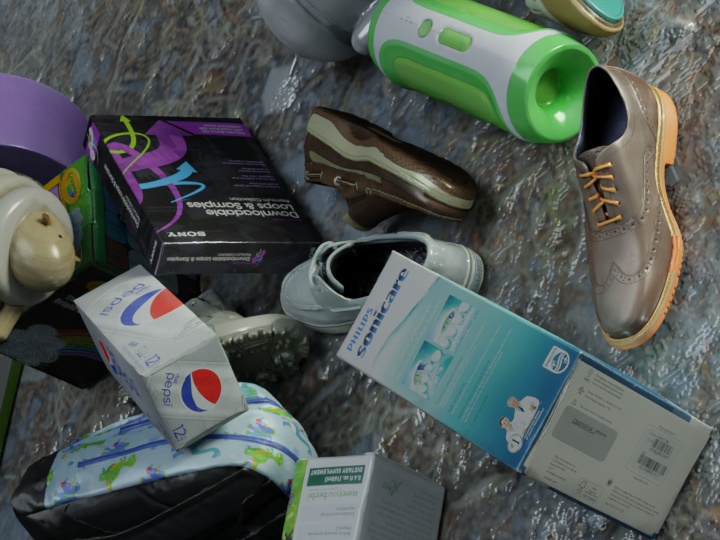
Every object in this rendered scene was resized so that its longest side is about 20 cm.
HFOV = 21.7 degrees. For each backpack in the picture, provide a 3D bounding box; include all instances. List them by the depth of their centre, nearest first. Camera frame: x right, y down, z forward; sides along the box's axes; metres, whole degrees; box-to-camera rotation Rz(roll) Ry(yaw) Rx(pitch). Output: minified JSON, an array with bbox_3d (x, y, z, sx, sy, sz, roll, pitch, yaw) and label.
[{"bbox_3d":[-0.128,0.171,1.405,0.199,0.164,0.154,-15,33,32],"label":"backpack"}]

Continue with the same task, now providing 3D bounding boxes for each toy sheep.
[{"bbox_3d":[-0.310,-0.020,1.533,0.199,0.138,0.139,13,78,32],"label":"toy sheep"}]

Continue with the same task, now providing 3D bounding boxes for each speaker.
[{"bbox_3d":[0.089,-0.157,1.409,0.200,0.088,0.089,30,91,50],"label":"speaker"}]

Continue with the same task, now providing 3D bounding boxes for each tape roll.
[{"bbox_3d":[-0.345,-0.087,1.742,0.199,0.199,0.085,-31,49,31],"label":"tape roll"}]

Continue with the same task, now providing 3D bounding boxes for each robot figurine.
[{"bbox_3d":[-0.008,-0.252,1.544,0.200,0.113,0.170,-44,48,20],"label":"robot figurine"}]

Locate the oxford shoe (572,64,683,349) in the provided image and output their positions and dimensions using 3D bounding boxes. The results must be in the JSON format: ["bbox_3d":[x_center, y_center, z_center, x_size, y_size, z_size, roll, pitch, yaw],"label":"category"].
[{"bbox_3d":[0.170,-0.045,1.271,0.071,0.073,0.201,-21,55,37],"label":"oxford shoe"}]

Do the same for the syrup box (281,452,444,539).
[{"bbox_3d":[-0.010,0.235,1.300,0.078,0.081,0.201,-10,61,44],"label":"syrup box"}]

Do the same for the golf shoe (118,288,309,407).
[{"bbox_3d":[-0.120,0.051,1.524,0.199,0.078,0.098,-18,53,39],"label":"golf shoe"}]

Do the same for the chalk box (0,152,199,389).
[{"bbox_3d":[-0.221,-0.009,1.628,0.199,0.125,0.125,-33,48,29],"label":"chalk box"}]

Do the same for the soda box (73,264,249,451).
[{"bbox_3d":[-0.152,0.061,1.405,0.063,0.069,0.200,-28,23,-13],"label":"soda box"}]

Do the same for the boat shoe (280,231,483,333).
[{"bbox_3d":[0.000,0.001,1.426,0.200,0.071,0.071,-7,63,44],"label":"boat shoe"}]

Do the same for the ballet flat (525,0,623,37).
[{"bbox_3d":[0.148,-0.222,1.409,0.063,0.068,0.201,-48,32,29],"label":"ballet flat"}]

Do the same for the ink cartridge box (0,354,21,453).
[{"bbox_3d":[-0.419,0.117,1.705,0.075,0.199,0.149,-11,60,42],"label":"ink cartridge box"}]

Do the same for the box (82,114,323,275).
[{"bbox_3d":[-0.132,-0.064,1.551,0.200,0.142,0.036,56,138,45],"label":"box"}]

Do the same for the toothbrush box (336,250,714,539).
[{"bbox_3d":[0.103,0.079,1.218,0.200,0.146,0.086,28,89,51],"label":"toothbrush box"}]

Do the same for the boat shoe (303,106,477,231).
[{"bbox_3d":[0.019,-0.064,1.454,0.202,0.074,0.075,35,109,56],"label":"boat shoe"}]
